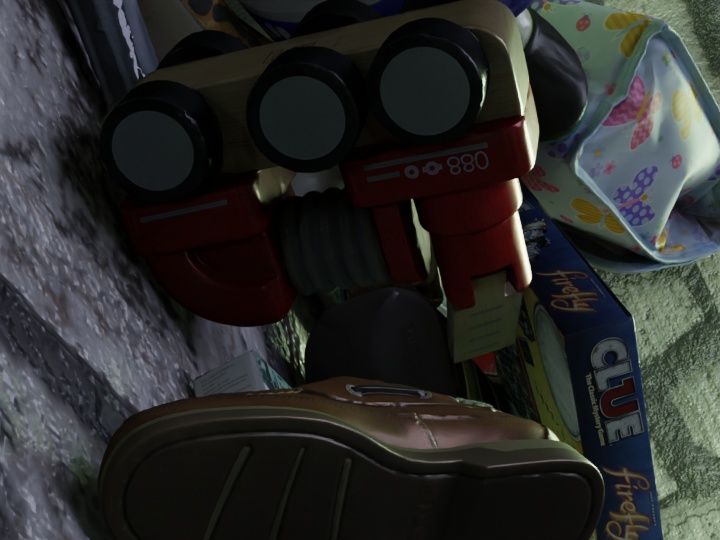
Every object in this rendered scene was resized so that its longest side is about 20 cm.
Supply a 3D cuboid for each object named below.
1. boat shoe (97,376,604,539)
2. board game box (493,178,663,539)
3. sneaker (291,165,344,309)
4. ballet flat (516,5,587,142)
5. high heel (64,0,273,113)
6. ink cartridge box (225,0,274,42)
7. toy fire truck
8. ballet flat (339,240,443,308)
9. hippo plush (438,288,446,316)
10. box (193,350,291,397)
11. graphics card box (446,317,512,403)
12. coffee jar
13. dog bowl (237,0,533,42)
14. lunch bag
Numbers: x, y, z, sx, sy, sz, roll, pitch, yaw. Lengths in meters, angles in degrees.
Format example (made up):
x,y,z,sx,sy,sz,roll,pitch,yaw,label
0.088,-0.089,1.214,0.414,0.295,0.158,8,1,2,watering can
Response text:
x,y,z,sx,sy,sz,roll,pitch,yaw,label
-0.008,0.076,0.469,0.199,0.072,0.068,13,15,-33,boat shoe
0.103,0.044,0.689,0.200,0.034,0.136,-112,-172,-64,board game box
0.000,0.000,0.813,0.200,0.078,0.100,45,25,-56,sneaker
0.055,-0.146,0.733,0.068,0.068,0.200,38,14,-48,ballet flat
-0.100,-0.152,0.682,0.143,0.071,0.200,70,19,0,high heel
-0.075,-0.191,0.875,0.200,0.083,0.146,49,19,-55,ink cartridge box
0.002,-0.017,0.585,0.129,0.175,0.201,-70,146,-62,toy fire truck
0.024,-0.067,0.745,0.070,0.065,0.201,-10,98,-58,ballet flat
0.086,-0.006,1.004,0.159,0.160,0.200,51,16,-48,hippo plush
0.000,0.142,0.566,0.200,0.036,0.145,53,15,-48,box
0.121,0.112,0.904,0.200,0.125,0.051,66,38,-48,graphics card box
0.041,0.093,0.745,0.200,0.085,0.105,51,24,-53,coffee jar
0.018,-0.199,0.688,0.079,0.200,0.201,46,20,-43,dog bowl
0.135,-0.081,0.822,0.169,0.127,0.200,30,-5,40,lunch bag
